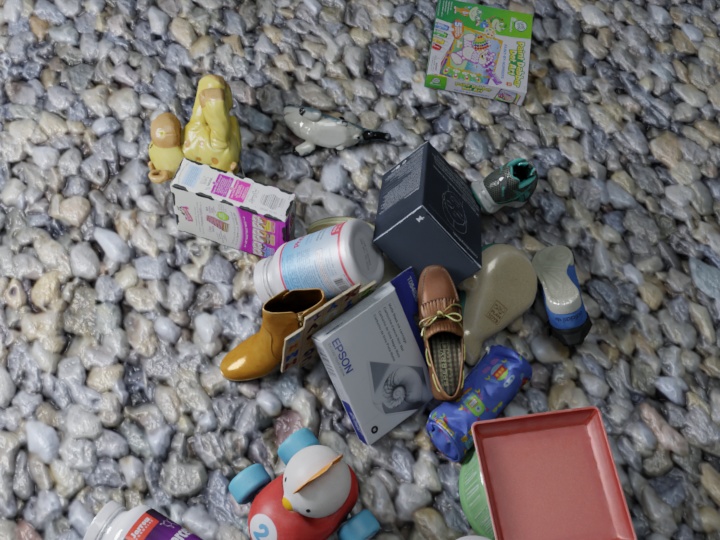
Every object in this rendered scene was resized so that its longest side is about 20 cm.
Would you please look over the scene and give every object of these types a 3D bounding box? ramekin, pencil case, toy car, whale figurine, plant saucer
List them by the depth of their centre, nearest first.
[{"bbox_3d":[-0.077,0.310,1.245,0.175,0.201,0.185,-32,69,-20],"label":"toy car"},{"bbox_3d":[0.265,0.303,1.263,0.195,0.037,0.203,-6,62,-9],"label":"plant saucer"},{"bbox_3d":[0.250,0.314,1.332,0.196,0.098,0.204,3,62,-5],"label":"ramekin"},{"bbox_3d":[0.182,0.199,1.397,0.087,0.078,0.200,44,66,3],"label":"pencil case"},{"bbox_3d":[0.200,0.051,1.474,0.158,0.103,0.202,35,82,-28],"label":"whale figurine"}]

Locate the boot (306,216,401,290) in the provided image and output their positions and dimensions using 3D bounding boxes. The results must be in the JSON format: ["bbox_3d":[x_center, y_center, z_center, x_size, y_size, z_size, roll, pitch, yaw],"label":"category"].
[{"bbox_3d":[0.000,0.000,1.485,0.196,0.072,0.157,11,58,-4],"label":"boot"}]

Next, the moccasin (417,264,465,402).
[{"bbox_3d":[0.121,0.092,1.345,0.072,0.078,0.206,0,79,-2],"label":"moccasin"}]

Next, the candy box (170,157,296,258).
[{"bbox_3d":[-0.206,-0.096,1.481,0.196,0.137,0.062,18,60,3],"label":"candy box"}]

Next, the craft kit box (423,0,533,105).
[{"bbox_3d":[0.232,-0.428,1.752,0.193,0.049,0.203,11,62,-3],"label":"craft kit box"}]

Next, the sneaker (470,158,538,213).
[{"bbox_3d":[0.273,-0.155,1.550,0.078,0.091,0.199,57,37,3],"label":"sneaker"}]

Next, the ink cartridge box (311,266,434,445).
[{"bbox_3d":[0.046,0.130,1.371,0.199,0.202,0.040,-35,26,-21],"label":"ink cartridge box"}]

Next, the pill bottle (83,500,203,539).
[{"bbox_3d":[-0.277,0.399,1.228,0.198,0.113,0.113,28,63,9],"label":"pill bottle"}]

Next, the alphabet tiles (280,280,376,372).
[{"bbox_3d":[-0.050,0.087,1.364,0.165,0.201,0.006,-33,72,-21],"label":"alphabet tiles"}]

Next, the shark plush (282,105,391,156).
[{"bbox_3d":[-0.042,-0.267,1.629,0.196,0.092,0.084,-3,32,-2],"label":"shark plush"}]

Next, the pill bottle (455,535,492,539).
[{"bbox_3d":[0.137,0.432,1.202,0.110,0.201,0.114,2,61,-4],"label":"pill bottle"}]

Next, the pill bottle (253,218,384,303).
[{"bbox_3d":[-0.068,-0.003,1.415,0.197,0.108,0.111,-17,56,31],"label":"pill bottle"}]

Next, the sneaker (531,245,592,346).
[{"bbox_3d":[0.336,0.047,1.502,0.075,0.113,0.201,-13,28,8],"label":"sneaker"}]

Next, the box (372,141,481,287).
[{"bbox_3d":[0.112,-0.082,1.449,0.148,0.106,0.202,44,30,-22],"label":"box"}]

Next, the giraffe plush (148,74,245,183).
[{"bbox_3d":[-0.292,-0.222,1.547,0.159,0.173,0.204,-11,96,0],"label":"giraffe plush"}]

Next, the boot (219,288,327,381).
[{"bbox_3d":[-0.138,0.091,1.372,0.198,0.145,0.072,-22,61,-3],"label":"boot"}]
